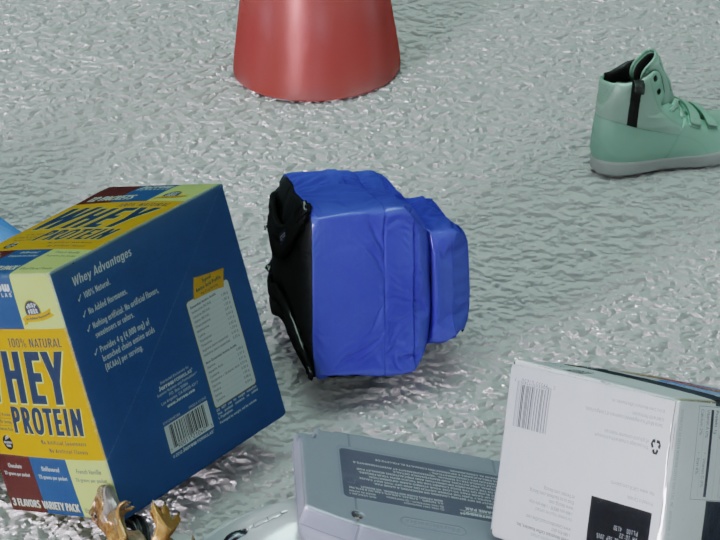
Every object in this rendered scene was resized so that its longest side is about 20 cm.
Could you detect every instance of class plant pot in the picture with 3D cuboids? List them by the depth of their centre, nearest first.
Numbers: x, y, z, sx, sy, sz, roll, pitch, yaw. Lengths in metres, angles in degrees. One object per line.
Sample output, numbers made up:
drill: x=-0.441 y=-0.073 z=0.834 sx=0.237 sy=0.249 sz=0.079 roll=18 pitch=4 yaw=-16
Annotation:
plant pot: x=-0.051 y=-0.310 z=2.468 sx=0.198 sy=0.179 sz=0.201 roll=-1 pitch=28 yaw=0

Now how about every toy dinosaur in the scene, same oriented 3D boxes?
toy dinosaur: x=-0.156 y=0.227 z=1.555 sx=0.060 sy=0.106 sz=0.201 roll=33 pitch=27 yaw=-28

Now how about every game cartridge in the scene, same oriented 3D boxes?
game cartridge: x=0.047 y=0.179 z=1.639 sx=0.198 sy=0.041 sz=0.133 roll=11 pitch=23 yaw=-9

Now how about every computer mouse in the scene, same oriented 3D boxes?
computer mouse: x=-0.082 y=0.202 z=1.640 sx=0.198 sy=0.044 sz=0.110 roll=-10 pitch=28 yaw=-16

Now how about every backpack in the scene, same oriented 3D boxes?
backpack: x=0.000 y=0.000 z=1.906 sx=0.166 sy=0.164 sz=0.200 roll=1 pitch=13 yaw=-16

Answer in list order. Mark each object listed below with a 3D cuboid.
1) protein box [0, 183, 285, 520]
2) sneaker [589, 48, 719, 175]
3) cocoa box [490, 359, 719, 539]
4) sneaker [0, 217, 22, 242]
protein box: x=-0.191 y=0.059 z=1.717 sx=0.134 sy=0.202 sz=0.198 roll=-1 pitch=21 yaw=42
sneaker: x=0.330 y=-0.171 z=2.249 sx=0.199 sy=0.119 sz=0.074 roll=-12 pitch=27 yaw=-21
cocoa box: x=0.204 y=0.144 z=1.537 sx=0.130 sy=0.135 sz=0.199 roll=6 pitch=2 yaw=-30
sneaker: x=-0.396 y=-0.053 z=2.106 sx=0.199 sy=0.079 sz=0.066 roll=19 pitch=32 yaw=31
